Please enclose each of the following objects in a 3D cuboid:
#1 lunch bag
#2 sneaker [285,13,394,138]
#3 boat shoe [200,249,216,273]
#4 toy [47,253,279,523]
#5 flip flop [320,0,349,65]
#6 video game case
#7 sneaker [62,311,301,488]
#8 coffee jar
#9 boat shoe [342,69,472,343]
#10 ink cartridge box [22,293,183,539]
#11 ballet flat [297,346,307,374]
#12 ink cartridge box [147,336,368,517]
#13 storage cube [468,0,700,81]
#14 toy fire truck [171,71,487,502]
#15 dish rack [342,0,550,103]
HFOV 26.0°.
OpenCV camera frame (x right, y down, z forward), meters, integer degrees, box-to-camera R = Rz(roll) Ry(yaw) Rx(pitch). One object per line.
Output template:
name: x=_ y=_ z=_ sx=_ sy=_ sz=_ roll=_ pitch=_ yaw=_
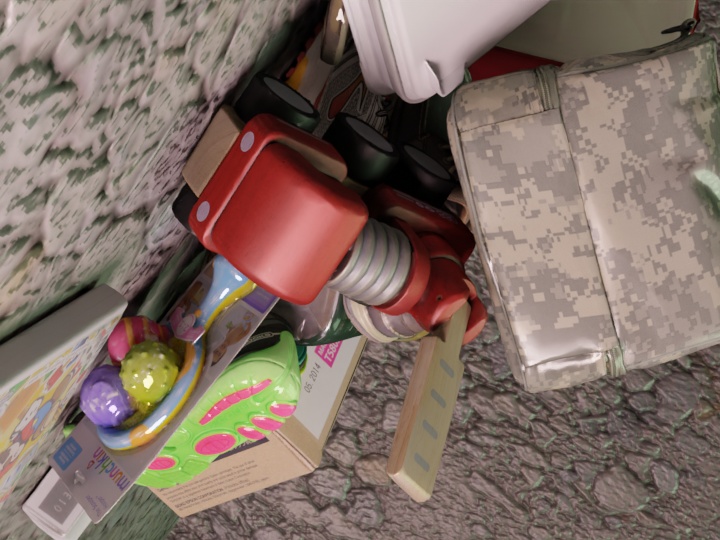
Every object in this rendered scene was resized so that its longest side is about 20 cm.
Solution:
lunch bag: x=0.156 y=-0.036 z=0.951 sx=0.166 sy=0.202 sz=0.139 roll=-14 pitch=-174 yaw=11
sneaker: x=-0.006 y=-0.114 z=1.015 sx=0.201 sy=0.082 sz=0.078 roll=-56 pitch=177 yaw=5
boat shoe: x=-0.063 y=-0.031 z=1.172 sx=0.076 sy=0.071 sz=0.200 roll=-54 pitch=-176 yaw=24
toy: x=-0.132 y=0.052 z=0.995 sx=0.200 sy=0.047 sz=0.115 roll=-48 pitch=-152 yaw=-8
flip flop: x=0.038 y=-0.204 z=0.939 sx=0.201 sy=0.057 sz=0.081 roll=-54 pitch=177 yaw=-19
video game case: x=-0.206 y=0.105 z=0.812 sx=0.183 sy=0.023 sz=0.200 roll=-56 pitch=177 yaw=18
sneaker: x=-0.116 y=0.087 z=1.056 sx=0.199 sy=0.077 sz=0.084 roll=-22 pitch=-142 yaw=28
coffee jar: x=0.000 y=0.000 z=1.129 sx=0.199 sy=0.085 sz=0.106 roll=3 pitch=95 yaw=-61
boat shoe: x=0.050 y=-0.048 z=1.034 sx=0.074 sy=0.073 sz=0.202 roll=23 pitch=74 yaw=-46
ink cartridge box: x=-0.184 y=0.127 z=1.234 sx=0.201 sy=0.043 sz=0.174 roll=-54 pitch=176 yaw=-15
ballet flat: x=-0.078 y=0.049 z=1.181 sx=0.067 sy=0.066 sz=0.200 roll=-56 pitch=-164 yaw=21
ink cartridge box: x=-0.083 y=0.088 z=1.280 sx=0.164 sy=0.075 sz=0.201 roll=-26 pitch=-152 yaw=39
storage cube: x=0.149 y=-0.207 z=1.097 sx=0.180 sy=0.198 sz=0.173 roll=51 pitch=54 yaw=-84
toy fire truck: x=-0.003 y=0.010 z=0.875 sx=0.129 sy=0.175 sz=0.200 roll=-55 pitch=-139 yaw=16
dish rack: x=0.068 y=-0.184 z=0.888 sx=0.171 sy=0.044 sz=0.200 roll=-38 pitch=153 yaw=-9
